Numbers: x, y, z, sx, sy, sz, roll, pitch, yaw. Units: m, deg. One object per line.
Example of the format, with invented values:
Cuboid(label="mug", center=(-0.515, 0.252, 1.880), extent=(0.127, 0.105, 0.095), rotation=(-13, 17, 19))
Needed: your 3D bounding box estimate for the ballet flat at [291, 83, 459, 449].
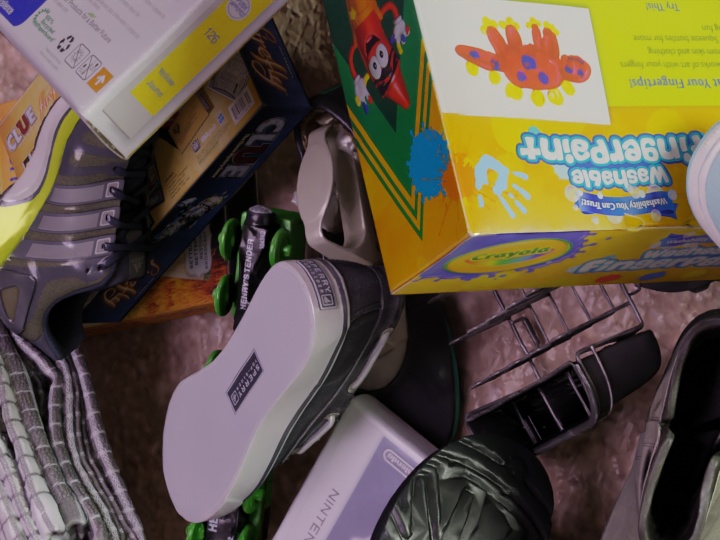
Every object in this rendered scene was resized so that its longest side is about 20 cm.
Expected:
Cuboid(label="ballet flat", center=(0.000, 0.000, 1.343), extent=(0.073, 0.073, 0.200), rotation=(-16, 78, 40))

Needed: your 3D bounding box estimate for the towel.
Cuboid(label="towel", center=(-0.183, 0.122, 1.455), extent=(0.200, 0.085, 0.166), rotation=(63, 153, 25))

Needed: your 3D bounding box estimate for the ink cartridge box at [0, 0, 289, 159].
Cuboid(label="ink cartridge box", center=(-0.092, -0.170, 1.310), extent=(0.200, 0.047, 0.198), rotation=(-42, 36, -3))

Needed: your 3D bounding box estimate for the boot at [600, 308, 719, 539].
Cuboid(label="boot", center=(0.136, 0.112, 1.165), extent=(0.068, 0.131, 0.200), rotation=(13, 98, 12))

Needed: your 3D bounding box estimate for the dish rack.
Cuboid(label="dish rack", center=(0.062, -0.015, 1.237), extent=(0.200, 0.054, 0.153), rotation=(63, 158, 5))

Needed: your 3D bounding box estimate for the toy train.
Cuboid(label="toy train", center=(-0.058, 0.061, 1.386), extent=(0.042, 0.056, 0.200), rotation=(12, 104, 19))

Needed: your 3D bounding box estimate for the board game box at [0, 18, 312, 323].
Cuboid(label="board game box", center=(-0.115, -0.082, 1.412), extent=(0.200, 0.035, 0.136), rotation=(-45, 58, 39))

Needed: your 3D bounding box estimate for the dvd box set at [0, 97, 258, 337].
Cuboid(label="dvd box set", center=(-0.138, -0.040, 1.492), extent=(0.200, 0.029, 0.147), rotation=(-11, 79, 41))

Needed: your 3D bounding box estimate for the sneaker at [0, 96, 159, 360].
Cuboid(label="sneaker", center=(-0.132, -0.037, 1.365), extent=(0.081, 0.074, 0.200), rotation=(45, 122, 13))

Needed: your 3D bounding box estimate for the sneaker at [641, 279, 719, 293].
Cuboid(label="sneaker", center=(0.103, -0.072, 1.234), extent=(0.200, 0.066, 0.091), rotation=(51, 162, 32))

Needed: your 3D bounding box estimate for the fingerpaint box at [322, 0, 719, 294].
Cuboid(label="fingerpaint box", center=(0.093, -0.081, 1.141), extent=(0.073, 0.200, 0.167), rotation=(-37, 62, 53))

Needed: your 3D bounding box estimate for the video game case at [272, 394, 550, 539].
Cuboid(label="video game case", center=(0.030, 0.192, 1.311), extent=(0.200, 0.023, 0.182), rotation=(38, 113, 23))

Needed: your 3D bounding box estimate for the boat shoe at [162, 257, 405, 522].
Cuboid(label="boat shoe", center=(-0.038, 0.060, 1.305), extent=(0.200, 0.068, 0.072), rotation=(-57, 47, 44))

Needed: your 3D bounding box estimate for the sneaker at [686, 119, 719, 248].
Cuboid(label="sneaker", center=(0.218, 0.023, 1.054), extent=(0.080, 0.200, 0.131), rotation=(-48, 14, 4))

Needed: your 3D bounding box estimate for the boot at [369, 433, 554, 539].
Cuboid(label="boot", center=(0.000, 0.177, 1.255), extent=(0.200, 0.076, 0.168), rotation=(-62, 13, -23))
